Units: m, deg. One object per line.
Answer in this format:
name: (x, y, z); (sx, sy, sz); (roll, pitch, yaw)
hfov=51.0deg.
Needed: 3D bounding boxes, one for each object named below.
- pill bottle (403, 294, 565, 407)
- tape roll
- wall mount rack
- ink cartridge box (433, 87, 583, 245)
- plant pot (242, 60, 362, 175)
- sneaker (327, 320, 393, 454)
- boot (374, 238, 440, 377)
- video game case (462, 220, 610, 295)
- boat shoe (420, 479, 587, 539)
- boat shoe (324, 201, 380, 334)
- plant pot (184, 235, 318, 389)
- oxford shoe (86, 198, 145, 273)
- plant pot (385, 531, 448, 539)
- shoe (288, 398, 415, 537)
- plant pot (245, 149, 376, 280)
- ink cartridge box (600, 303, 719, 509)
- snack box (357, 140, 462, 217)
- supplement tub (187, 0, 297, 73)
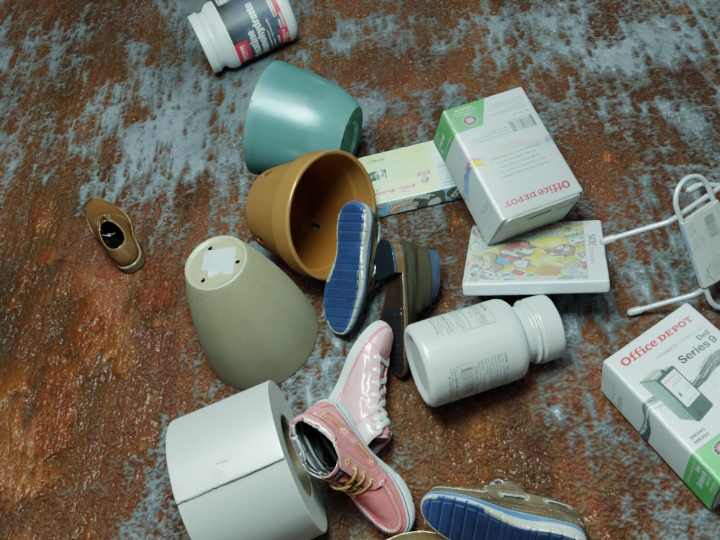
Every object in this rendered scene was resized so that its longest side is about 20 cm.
pill bottle: (0.168, 0.102, 1.023); (0.198, 0.115, 0.115); (-16, 51, -9)
tape roll: (-0.141, 0.259, 0.952); (0.138, 0.203, 0.204); (-22, 52, 0)
wall mount rack: (0.434, -0.026, 1.032); (0.173, 0.202, 0.075); (-30, 16, -11)
ink cartridge box: (0.220, -0.158, 1.145); (0.144, 0.088, 0.201); (-20, 68, -16)
plant pot: (-0.089, -0.244, 1.308); (0.159, 0.201, 0.202); (17, 61, 12)
sneaker: (0.017, 0.176, 1.037); (0.104, 0.075, 0.202); (24, 79, 30)
boot: (0.082, 0.053, 1.111); (0.096, 0.074, 0.203); (0, 83, -30)
video game case: (0.255, -0.021, 1.104); (0.197, 0.023, 0.183); (-2, 29, 15)
boat shoe: (0.172, 0.298, 0.915); (0.198, 0.073, 0.073); (15, 30, 8)
boat shoe: (0.000, 0.000, 1.157); (0.072, 0.072, 0.203); (9, 87, 39)
plant pot: (-0.177, 0.045, 1.116); (0.185, 0.201, 0.189); (-8, 52, 10)
oxford shoe: (-0.455, -0.081, 1.371); (0.071, 0.072, 0.200); (-38, 52, -11)
plant pot: (0.072, 0.413, 0.889); (0.197, 0.028, 0.202); (-8, 53, 10)
shoe: (-0.013, 0.256, 0.942); (0.071, 0.091, 0.201); (-40, 79, 21)
plant pot: (-0.089, -0.094, 1.209); (0.139, 0.201, 0.201); (11, 57, 42)
ink cartridge box: (0.417, 0.162, 0.932); (0.145, 0.084, 0.200); (-32, 52, -8)
snack box: (0.098, -0.162, 1.287); (0.198, 0.037, 0.117); (-12, 52, 8)
supplement tub: (-0.243, -0.512, 1.573); (0.198, 0.141, 0.141); (-27, 52, -4)
